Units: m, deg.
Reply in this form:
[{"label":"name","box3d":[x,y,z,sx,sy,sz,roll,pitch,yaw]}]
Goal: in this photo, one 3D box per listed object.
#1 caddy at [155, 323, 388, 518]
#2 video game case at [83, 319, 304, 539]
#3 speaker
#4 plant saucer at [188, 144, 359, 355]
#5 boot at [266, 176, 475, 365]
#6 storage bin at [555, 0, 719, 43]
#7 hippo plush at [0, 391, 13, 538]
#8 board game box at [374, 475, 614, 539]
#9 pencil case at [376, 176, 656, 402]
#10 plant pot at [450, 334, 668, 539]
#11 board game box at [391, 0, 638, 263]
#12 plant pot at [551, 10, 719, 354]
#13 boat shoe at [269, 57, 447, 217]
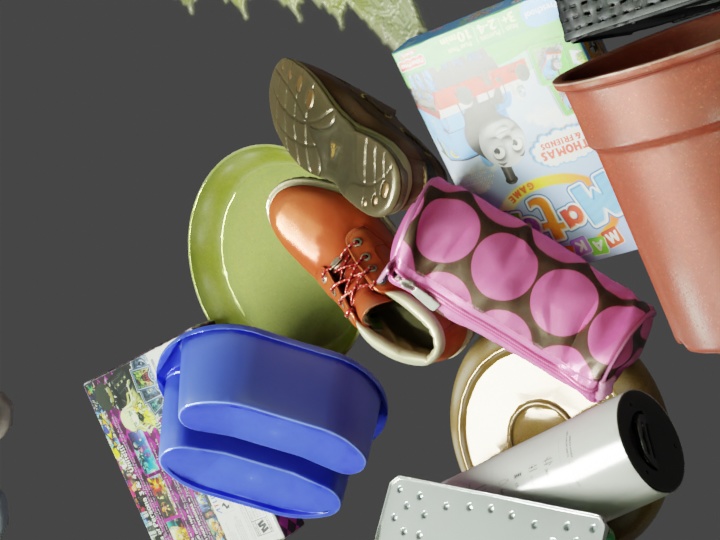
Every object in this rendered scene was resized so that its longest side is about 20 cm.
[{"label":"caddy","box3d":[-0.075,0.117,1.375,0.198,0.106,0.142,18,137,-11]},{"label":"video game case","box3d":[-0.154,0.165,1.511,0.180,0.036,0.202,-27,87,44]},{"label":"speaker","box3d":[0.143,0.162,1.245,0.199,0.081,0.082,-33,81,37]},{"label":"plant saucer","box3d":[-0.064,-0.009,1.424,0.198,0.031,0.203,10,108,35]},{"label":"boot","box3d":[0.000,0.000,1.302,0.199,0.107,0.075,38,108,7]},{"label":"storage bin","box3d":[0.229,-0.222,1.089,0.198,0.135,0.095,-15,92,38]},{"label":"hippo plush","box3d":[-0.438,0.214,1.673,0.198,0.159,0.163,-2,99,36]},{"label":"board game box","box3d":[0.078,0.261,1.193,0.198,0.026,0.202,5,74,43]},{"label":"pencil case","box3d":[0.114,0.019,1.218,0.198,0.094,0.091,29,135,7]},{"label":"plant pot","box3d":[0.148,0.131,1.301,0.198,0.027,0.203,9,105,35]},{"label":"board game box","box3d":[0.129,-0.098,1.223,0.150,0.037,0.202,-17,108,38]},{"label":"plant pot","box3d":[0.248,-0.063,1.089,0.199,0.200,0.197,-13,101,37]},{"label":"boat shoe","box3d":[-0.005,-0.107,1.337,0.200,0.067,0.073,44,127,41]}]
